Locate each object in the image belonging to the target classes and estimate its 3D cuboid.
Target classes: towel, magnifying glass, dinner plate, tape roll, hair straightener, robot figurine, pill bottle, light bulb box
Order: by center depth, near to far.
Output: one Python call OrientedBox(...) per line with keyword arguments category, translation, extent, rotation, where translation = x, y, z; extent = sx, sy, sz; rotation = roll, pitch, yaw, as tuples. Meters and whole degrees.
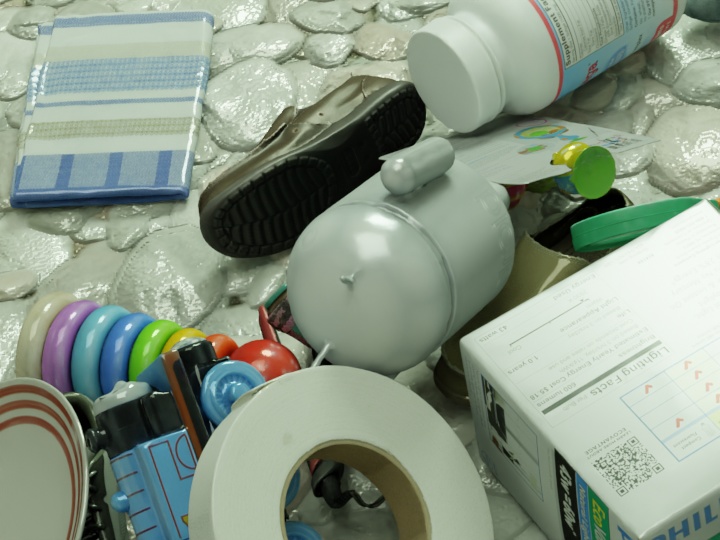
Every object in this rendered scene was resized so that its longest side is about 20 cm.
OrientedBox(category="tape roll", translation=(-0.010, 0.158, 1.556), extent=(0.201, 0.037, 0.204), rotation=(12, 65, -26))
OrientedBox(category="light bulb box", translation=(0.199, 0.094, 1.591), extent=(0.197, 0.125, 0.200), rotation=(-29, 48, -14))
OrientedBox(category="dinner plate", translation=(-0.233, 0.168, 1.638), extent=(0.199, 0.024, 0.202), rotation=(-23, 56, 38))
OrientedBox(category="robot figurine", translation=(0.026, -0.004, 1.644), extent=(0.112, 0.171, 0.200), rotation=(17, 30, 23))
OrientedBox(category="hair straightener", translation=(-0.012, 0.085, 1.707), extent=(0.076, 0.041, 0.201), rotation=(-17, 40, -3))
OrientedBox(category="magnifying glass", translation=(0.220, -0.037, 1.708), extent=(0.199, 0.023, 0.079), rotation=(-6, -10, -42))
OrientedBox(category="pill bottle", translation=(0.134, -0.182, 1.865), extent=(0.199, 0.109, 0.109), rotation=(-32, 48, -24))
OrientedBox(category="towel", translation=(-0.190, -0.126, 1.966), extent=(0.146, 0.024, 0.201), rotation=(-3, 49, 8))

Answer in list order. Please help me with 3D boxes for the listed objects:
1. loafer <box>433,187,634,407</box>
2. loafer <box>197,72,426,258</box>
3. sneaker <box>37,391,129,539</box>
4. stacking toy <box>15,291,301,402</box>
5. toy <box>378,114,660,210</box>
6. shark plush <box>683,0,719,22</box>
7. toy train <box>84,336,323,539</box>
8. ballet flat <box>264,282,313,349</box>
OrientedBox(category="loafer", translation=(0.120, 0.012, 1.728), extent=(0.076, 0.068, 0.200), rotation=(27, 58, 33))
OrientedBox(category="loafer", translation=(-0.043, -0.078, 1.860), extent=(0.199, 0.073, 0.071), rotation=(-33, 39, -25))
OrientedBox(category="sneaker", translation=(-0.184, 0.166, 1.651), extent=(0.073, 0.080, 0.201), rotation=(-12, 47, 0))
OrientedBox(category="stacking toy", translation=(-0.129, 0.068, 1.717), extent=(0.198, 0.086, 0.086), rotation=(7, 49, 24))
OrientedBox(category="toy", translation=(0.111, -0.069, 1.790), extent=(0.114, 0.048, 0.200), rotation=(-19, 13, -25))
OrientedBox(category="shark plush", translation=(0.341, -0.190, 1.893), extent=(0.199, 0.091, 0.084), rotation=(27, 76, 9))
OrientedBox(category="toy train", translation=(-0.098, 0.144, 1.592), extent=(0.114, 0.087, 0.201), rotation=(-17, 83, -25))
OrientedBox(category="ballet flat", translation=(0.000, 0.000, 1.758), extent=(0.071, 0.069, 0.200), rotation=(45, 36, -4))
